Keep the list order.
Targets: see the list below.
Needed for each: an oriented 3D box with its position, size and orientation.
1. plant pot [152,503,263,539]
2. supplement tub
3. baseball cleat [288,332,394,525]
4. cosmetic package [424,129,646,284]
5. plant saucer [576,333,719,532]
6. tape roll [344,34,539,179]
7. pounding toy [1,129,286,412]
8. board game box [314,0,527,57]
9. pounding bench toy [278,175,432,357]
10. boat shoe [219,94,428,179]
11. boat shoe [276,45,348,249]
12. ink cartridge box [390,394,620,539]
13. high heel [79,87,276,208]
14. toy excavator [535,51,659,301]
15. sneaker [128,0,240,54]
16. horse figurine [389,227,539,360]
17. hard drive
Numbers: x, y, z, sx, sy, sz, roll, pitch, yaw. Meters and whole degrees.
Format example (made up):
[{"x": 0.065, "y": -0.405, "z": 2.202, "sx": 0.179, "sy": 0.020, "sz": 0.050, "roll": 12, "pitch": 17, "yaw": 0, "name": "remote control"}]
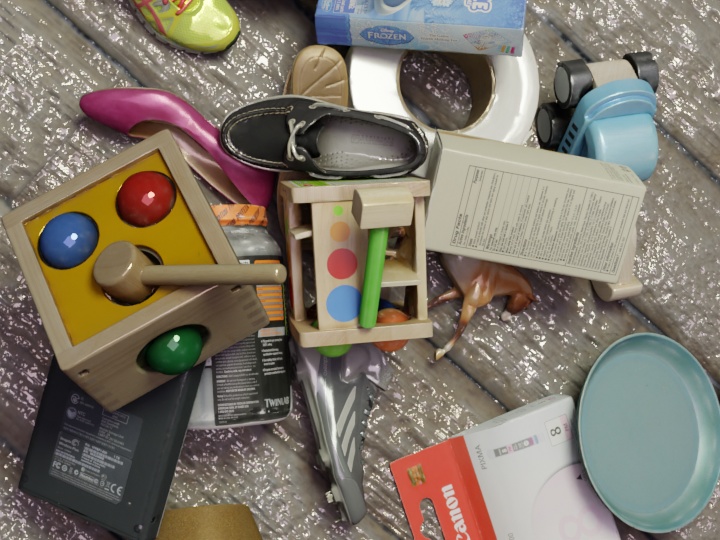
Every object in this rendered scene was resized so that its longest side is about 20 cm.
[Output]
[{"x": -0.139, "y": 0.320, "z": 0.929, "sx": 0.184, "sy": 0.187, "sz": 0.203, "roll": -2, "pitch": 73, "yaw": -11, "name": "plant pot"}, {"x": -0.129, "y": 0.044, "z": 0.964, "sx": 0.121, "sy": 0.122, "sz": 0.203, "roll": -3, "pitch": 86, "yaw": -11, "name": "supplement tub"}, {"x": -0.006, "y": 0.144, "z": 1.010, "sx": 0.105, "sy": 0.070, "sz": 0.202, "roll": -17, "pitch": 91, "yaw": -12, "name": "baseball cleat"}, {"x": 0.159, "y": -0.062, "z": 0.978, "sx": 0.197, "sy": 0.071, "sz": 0.106, "roll": 12, "pitch": 112, "yaw": -6, "name": "cosmetic package"}, {"x": 0.297, "y": 0.167, "z": 1.060, "sx": 0.198, "sy": 0.027, "sz": 0.203, "roll": 6, "pitch": 77, "yaw": -28, "name": "plant saucer"}, {"x": 0.080, "y": -0.185, "z": 1.048, "sx": 0.200, "sy": 0.071, "sz": 0.205, "roll": 1, "pitch": 86, "yaw": -12, "name": "tape roll"}, {"x": -0.165, "y": 0.001, "z": 0.816, "sx": 0.183, "sy": 0.143, "sz": 0.201, "roll": -29, "pitch": 63, "yaw": -5, "name": "pounding toy"}, {"x": 0.068, "y": -0.304, "z": 0.999, "sx": 0.196, "sy": 0.044, "sz": 0.202, "roll": 5, "pitch": 61, "yaw": 7, "name": "board game box"}, {"x": 0.000, "y": 0.000, "z": 0.912, "sx": 0.123, "sy": 0.200, "sz": 0.158, "roll": -4, "pitch": 98, "yaw": -10, "name": "pounding bench toy"}, {"x": -0.036, "y": -0.119, "z": 0.946, "sx": 0.197, "sy": 0.060, "sz": 0.075, "roll": 8, "pitch": 103, "yaw": 1, "name": "boat shoe"}, {"x": -0.047, "y": -0.124, "z": 1.019, "sx": 0.073, "sy": 0.069, "sz": 0.203, "roll": 4, "pitch": 106, "yaw": -12, "name": "boat shoe"}, {"x": 0.151, "y": 0.238, "z": 1.047, "sx": 0.198, "sy": 0.057, "sz": 0.164, "roll": -19, "pitch": 91, "yaw": -17, "name": "ink cartridge box"}, {"x": -0.177, "y": -0.114, "z": 0.994, "sx": 0.198, "sy": 0.067, "sz": 0.097, "roll": 12, "pitch": 73, "yaw": -24, "name": "high heel"}, {"x": 0.257, "y": -0.094, "z": 1.055, "sx": 0.099, "sy": 0.195, "sz": 0.202, "roll": -8, "pitch": 60, "yaw": -12, "name": "toy excavator"}, {"x": -0.199, "y": -0.288, "z": 0.988, "sx": 0.199, "sy": 0.090, "sz": 0.078, "roll": 38, "pitch": 79, "yaw": -8, "name": "sneaker"}, {"x": 0.084, "y": -0.009, "z": 1.048, "sx": 0.132, "sy": 0.050, "sz": 0.201, "roll": -37, "pitch": 96, "yaw": -6, "name": "horse figurine"}, {"x": -0.219, "y": 0.121, "z": 0.910, "sx": 0.138, "sy": 0.033, "sz": 0.202, "roll": 18, "pitch": 95, "yaw": 17, "name": "hard drive"}]
